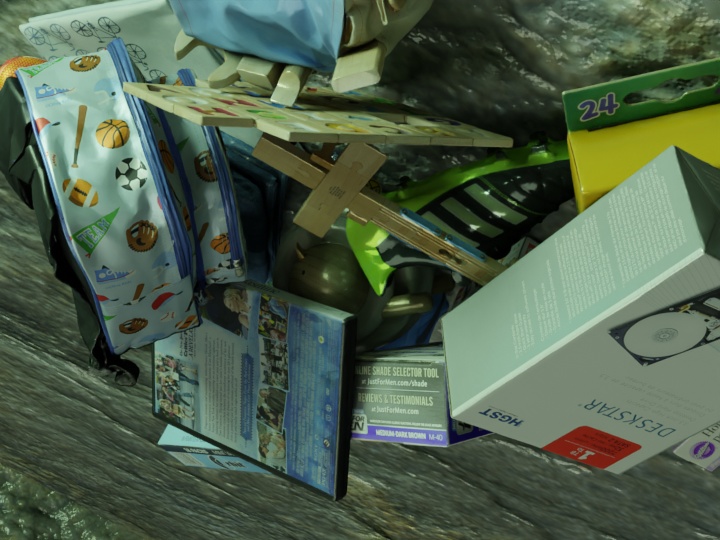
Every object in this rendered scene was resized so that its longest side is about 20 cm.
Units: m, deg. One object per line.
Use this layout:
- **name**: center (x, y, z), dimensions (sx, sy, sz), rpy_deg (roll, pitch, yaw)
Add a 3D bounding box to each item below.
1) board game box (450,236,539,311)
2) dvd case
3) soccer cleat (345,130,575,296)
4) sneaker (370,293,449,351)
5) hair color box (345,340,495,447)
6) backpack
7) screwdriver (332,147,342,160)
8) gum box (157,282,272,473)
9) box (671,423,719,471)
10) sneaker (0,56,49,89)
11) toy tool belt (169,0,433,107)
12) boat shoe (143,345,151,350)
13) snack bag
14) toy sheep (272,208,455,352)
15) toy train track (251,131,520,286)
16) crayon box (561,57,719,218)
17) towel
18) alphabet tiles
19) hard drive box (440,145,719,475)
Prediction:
- **board game box**: center (0.188, 0.055, 0.917), dimensions (0.199, 0.035, 0.126), rpy_deg (30, 152, -8)
- **dvd case**: center (-0.087, 0.076, 0.826), dimensions (0.199, 0.018, 0.144), rpy_deg (17, 114, 35)
- **soccer cleat**: center (0.088, -0.039, 0.739), dimensions (0.199, 0.068, 0.081), rpy_deg (-16, 104, 18)
- **sneaker**: center (0.014, 0.088, 0.945), dimensions (0.078, 0.201, 0.066), rpy_deg (44, 161, -33)
- **hair color box**: center (0.078, 0.088, 0.841), dimensions (0.109, 0.065, 0.199), rpy_deg (-2, 179, 39)
- **backpack**: center (-0.160, -0.054, 0.737), dimensions (0.201, 0.153, 0.191), rpy_deg (61, 172, 21)
- **screwdriver**: center (-0.029, -0.046, 0.936), dimensions (0.029, 0.028, 0.200), rpy_deg (49, 160, 18)
- **gum box**: center (-0.084, 0.092, 1.032), dimensions (0.169, 0.201, 0.045), rpy_deg (-7, 139, 46)
- **box**: center (0.281, 0.053, 0.718), dimensions (0.039, 0.042, 0.200), rpy_deg (26, 123, -20)
- **sneaker**: center (-0.210, -0.092, 0.880), dimensions (0.200, 0.073, 0.077), rpy_deg (49, 169, -28)
- **toy tool belt**: center (-0.058, -0.161, 0.646), dimensions (0.199, 0.123, 0.125), rpy_deg (12, 150, 26)
- **boat shoe**: center (-0.137, 0.031, 0.919), dimensions (0.199, 0.074, 0.076), rpy_deg (20, 113, 35)
- **snack bag**: center (-0.154, -0.138, 0.884), dimensions (0.188, 0.021, 0.200), rpy_deg (2, 145, 37)
- **toy sheep**: center (0.000, 0.000, 0.865), dimensions (0.137, 0.139, 0.200), rpy_deg (18, -171, 14)
- **toy train track**: center (0.027, -0.041, 0.695), dimensions (0.199, 0.033, 0.115), rpy_deg (30, 149, -9)
- **crayon box**: center (0.198, -0.037, 0.674), dimensions (0.125, 0.052, 0.200), rpy_deg (-11, 143, 10)
- **towel**: center (-0.117, -0.055, 0.935), dimensions (0.111, 0.049, 0.200), rpy_deg (31, 160, 7)
- **alphabet tiles**: center (-0.033, -0.099, 0.669), dimensions (0.199, 0.008, 0.167), rpy_deg (-3, -160, -37)
- **hard drive box**: center (0.172, 0.035, 0.662), dimensions (0.155, 0.077, 0.200), rpy_deg (21, 138, -29)
